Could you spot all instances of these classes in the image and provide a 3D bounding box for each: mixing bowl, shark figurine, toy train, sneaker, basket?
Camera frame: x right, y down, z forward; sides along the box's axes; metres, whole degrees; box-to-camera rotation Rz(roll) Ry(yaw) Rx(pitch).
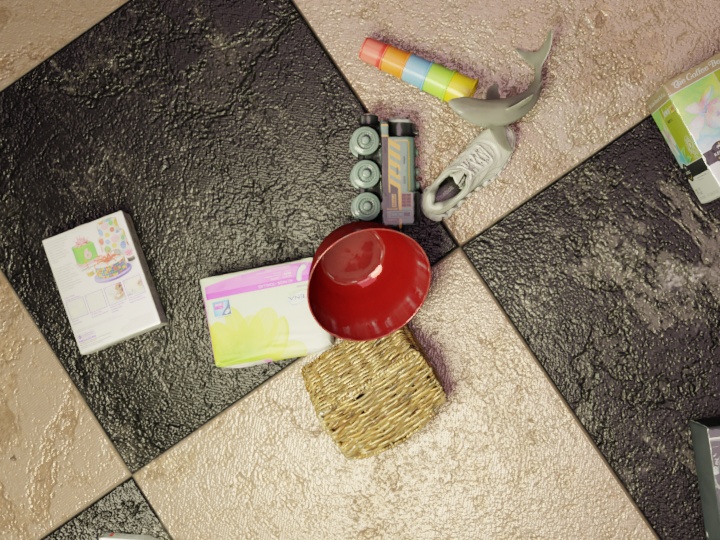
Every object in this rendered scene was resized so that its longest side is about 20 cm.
[{"bbox_3d":[0.000,0.000,1.656,0.199,0.109,0.201,-8,120,-14],"label":"mixing bowl"},{"bbox_3d":[0.257,-0.282,1.677,0.214,0.089,0.128,-40,94,-23],"label":"shark figurine"},{"bbox_3d":[0.040,-0.155,1.711,0.113,0.085,0.202,-1,89,-4],"label":"toy train"},{"bbox_3d":[0.177,-0.162,1.703,0.075,0.081,0.200,43,89,6],"label":"sneaker"},{"bbox_3d":[0.026,0.192,1.702,0.199,0.149,0.143,-33,119,1],"label":"basket"}]

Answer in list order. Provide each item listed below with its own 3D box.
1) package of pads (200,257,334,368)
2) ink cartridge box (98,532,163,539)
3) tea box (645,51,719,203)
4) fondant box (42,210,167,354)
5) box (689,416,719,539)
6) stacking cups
[{"bbox_3d":[-0.150,0.073,1.715,0.198,0.068,0.156,-12,86,3],"label":"package of pads"},{"bbox_3d":[-0.335,0.520,1.722,0.198,0.050,0.164,5,87,-5],"label":"ink cartridge box"},{"bbox_3d":[0.591,-0.243,1.653,0.199,0.134,0.198,-29,85,2],"label":"tea box"},{"bbox_3d":[-0.422,0.020,1.741,0.143,0.058,0.201,-20,87,2],"label":"fondant box"},{"bbox_3d":[0.632,0.323,1.629,0.195,0.124,0.202,-8,86,5],"label":"box"},{"bbox_3d":[0.095,-0.331,1.731,0.199,0.061,0.061,28,89,8],"label":"stacking cups"}]
